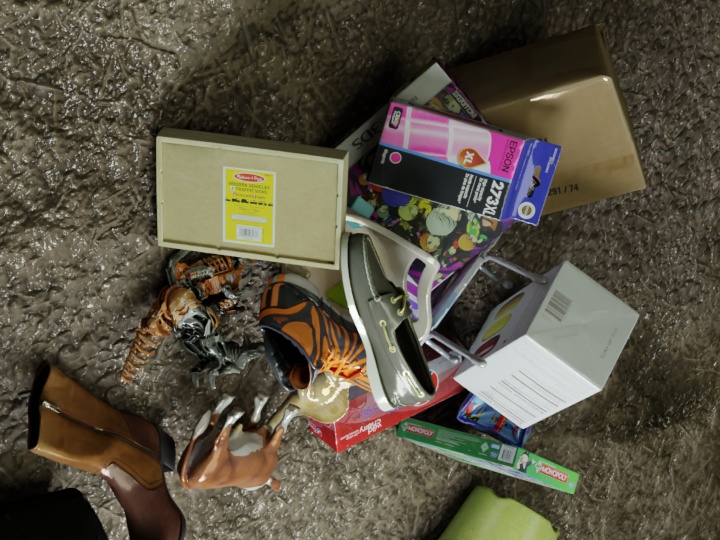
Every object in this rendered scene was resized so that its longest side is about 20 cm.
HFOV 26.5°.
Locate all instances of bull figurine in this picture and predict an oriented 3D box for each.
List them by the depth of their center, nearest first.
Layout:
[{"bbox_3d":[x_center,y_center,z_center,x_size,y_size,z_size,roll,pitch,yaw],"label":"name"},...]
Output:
[{"bbox_3d":[-0.134,0.202,1.740,0.200,0.065,0.122,2,112,-64],"label":"bull figurine"}]

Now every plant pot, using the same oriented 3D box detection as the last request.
[{"bbox_3d":[0.171,0.401,2.059,0.200,0.200,0.185,43,71,-43],"label":"plant pot"}]

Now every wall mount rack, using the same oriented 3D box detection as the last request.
[{"bbox_3d":[0.136,0.043,1.771,0.074,0.174,0.201,36,84,-2],"label":"wall mount rack"}]

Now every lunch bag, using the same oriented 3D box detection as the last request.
[{"bbox_3d":[0.206,0.122,1.964,0.151,0.094,0.201,52,63,-81],"label":"lunch bag"}]

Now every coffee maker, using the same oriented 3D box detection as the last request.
[{"bbox_3d":[-0.356,0.301,1.565,0.199,0.191,0.136,-6,77,-48],"label":"coffee maker"}]

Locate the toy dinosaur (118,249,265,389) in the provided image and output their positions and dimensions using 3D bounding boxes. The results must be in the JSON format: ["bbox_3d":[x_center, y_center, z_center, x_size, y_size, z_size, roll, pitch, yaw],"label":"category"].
[{"bbox_3d":[-0.180,0.050,1.659,0.199,0.102,0.136,-36,107,-2],"label":"toy dinosaur"}]

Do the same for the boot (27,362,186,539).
[{"bbox_3d":[-0.268,0.213,1.606,0.068,0.189,0.200,-19,143,27],"label":"boot"}]

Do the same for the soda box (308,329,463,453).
[{"bbox_3d":[0.031,0.146,1.882,0.199,0.063,0.070,-23,124,-28],"label":"soda box"}]

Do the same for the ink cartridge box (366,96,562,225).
[{"bbox_3d":[0.114,-0.116,1.667,0.199,0.037,0.095,15,106,-5],"label":"ink cartridge box"}]

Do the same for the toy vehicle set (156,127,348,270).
[{"bbox_3d":[-0.113,-0.074,1.583,0.027,0.198,0.125,-65,162,-63],"label":"toy vehicle set"}]

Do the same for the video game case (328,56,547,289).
[{"bbox_3d":[0.079,-0.104,1.707,0.181,0.036,0.200,-38,102,12],"label":"video game case"}]

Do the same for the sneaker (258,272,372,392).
[{"bbox_3d":[-0.036,0.100,1.646,0.199,0.112,0.078,35,128,-19],"label":"sneaker"}]

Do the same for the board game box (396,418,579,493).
[{"bbox_3d":[0.160,0.233,1.938,0.134,0.199,0.029,26,79,-44],"label":"board game box"}]

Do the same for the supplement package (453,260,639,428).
[{"bbox_3d":[0.211,0.090,1.770,0.109,0.200,0.114,36,63,-7],"label":"supplement package"}]

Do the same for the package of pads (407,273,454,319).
[{"bbox_3d":[0.045,0.003,1.811,0.201,0.076,0.120,-56,137,-1],"label":"package of pads"}]

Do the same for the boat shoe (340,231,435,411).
[{"bbox_3d":[0.028,0.050,1.603,0.072,0.060,0.203,-56,133,-64],"label":"boat shoe"}]

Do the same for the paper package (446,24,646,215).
[{"bbox_3d":[0.212,-0.164,1.781,0.199,0.104,0.191,-16,132,13],"label":"paper package"}]

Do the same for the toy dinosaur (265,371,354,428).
[{"bbox_3d":[-0.061,0.135,1.775,0.199,0.058,0.102,-28,93,21],"label":"toy dinosaur"}]

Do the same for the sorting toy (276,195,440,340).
[{"bbox_3d":[0.000,0.000,1.676,0.107,0.179,0.201,-49,156,-44],"label":"sorting toy"}]
